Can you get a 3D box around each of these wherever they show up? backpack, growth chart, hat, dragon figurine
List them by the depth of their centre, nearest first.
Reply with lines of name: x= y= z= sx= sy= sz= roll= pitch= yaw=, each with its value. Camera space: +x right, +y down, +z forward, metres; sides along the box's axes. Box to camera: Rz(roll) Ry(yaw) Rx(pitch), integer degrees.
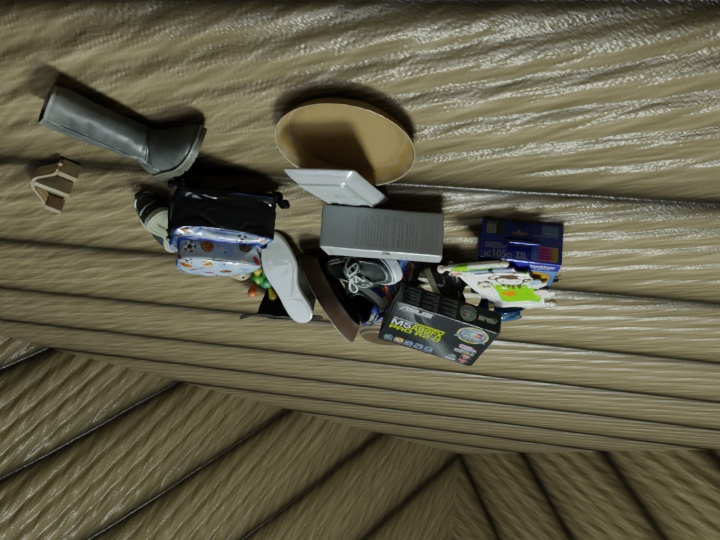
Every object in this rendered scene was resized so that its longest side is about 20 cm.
growth chart: x=0.240 y=0.024 z=1.100 sx=0.143 sy=0.018 sz=0.199 roll=-8 pitch=152 yaw=38
backpack: x=-0.240 y=-0.067 z=1.101 sx=0.196 sy=0.157 sz=0.190 roll=11 pitch=174 yaw=-19
dragon figurine: x=0.285 y=0.063 z=1.253 sx=0.196 sy=0.101 sz=0.059 roll=-2 pitch=157 yaw=6
hat: x=-0.183 y=0.073 z=1.495 sx=0.196 sy=0.083 sz=0.201 roll=0 pitch=176 yaw=0

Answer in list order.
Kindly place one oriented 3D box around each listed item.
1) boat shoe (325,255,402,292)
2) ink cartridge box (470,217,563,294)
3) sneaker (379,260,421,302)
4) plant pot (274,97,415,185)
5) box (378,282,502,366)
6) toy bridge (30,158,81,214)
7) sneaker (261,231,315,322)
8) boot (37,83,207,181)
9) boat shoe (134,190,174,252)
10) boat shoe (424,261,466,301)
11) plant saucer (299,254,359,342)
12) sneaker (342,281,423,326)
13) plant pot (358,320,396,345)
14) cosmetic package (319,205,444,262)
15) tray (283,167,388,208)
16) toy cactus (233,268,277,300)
boat shoe: x=-0.001 y=-0.002 z=1.184 sx=0.198 sy=0.068 sz=0.075 roll=18 pitch=136 yaw=54
ink cartridge box: x=0.263 y=-0.022 z=1.103 sx=0.134 sy=0.078 sz=0.201 roll=6 pitch=157 yaw=7
sneaker: x=0.074 y=-0.016 z=1.212 sx=0.075 sy=0.078 sz=0.201 roll=44 pitch=158 yaw=28
plant pot: x=-0.020 y=-0.178 z=0.897 sx=0.196 sy=0.028 sz=0.201 roll=8 pitch=157 yaw=3
box: x=0.145 y=0.105 z=1.224 sx=0.196 sy=0.045 sz=0.161 roll=17 pitch=149 yaw=-3
toy bridge: x=-0.554 y=-0.156 z=1.168 sx=0.066 sy=0.028 sz=0.199 roll=22 pitch=155 yaw=-26
sneaker: x=-0.140 y=-0.003 z=1.314 sx=0.069 sy=0.100 sz=0.203 roll=-13 pitch=118 yaw=17
boot: x=-0.338 y=-0.205 z=0.923 sx=0.199 sy=0.074 sz=0.180 roll=33 pitch=147 yaw=-32
boat shoe: x=-0.369 y=-0.092 z=1.227 sx=0.068 sy=0.072 sz=0.200 roll=43 pitch=170 yaw=12
boat shoe: x=0.182 y=0.032 z=1.260 sx=0.067 sy=0.073 sz=0.200 roll=-30 pitch=156 yaw=9
plant saucer: x=-0.054 y=0.048 z=1.294 sx=0.034 sy=0.202 sz=0.200 roll=-30 pitch=149 yaw=7
sneaker: x=0.041 y=0.066 z=1.328 sx=0.197 sy=0.117 sz=0.081 roll=20 pitch=136 yaw=-26
plant pot: x=0.055 y=0.113 z=1.497 sx=0.197 sy=0.094 sz=0.201 roll=9 pitch=159 yaw=3
cosmetic package: x=0.037 y=-0.058 z=1.065 sx=0.196 sy=0.076 sz=0.102 roll=3 pitch=175 yaw=6
tray: x=-0.031 y=-0.119 z=0.972 sx=0.105 sy=0.023 sz=0.200 roll=3 pitch=176 yaw=17
toy cactus: x=-0.228 y=0.010 z=1.380 sx=0.163 sy=0.104 sz=0.199 roll=5 pitch=169 yaw=37
